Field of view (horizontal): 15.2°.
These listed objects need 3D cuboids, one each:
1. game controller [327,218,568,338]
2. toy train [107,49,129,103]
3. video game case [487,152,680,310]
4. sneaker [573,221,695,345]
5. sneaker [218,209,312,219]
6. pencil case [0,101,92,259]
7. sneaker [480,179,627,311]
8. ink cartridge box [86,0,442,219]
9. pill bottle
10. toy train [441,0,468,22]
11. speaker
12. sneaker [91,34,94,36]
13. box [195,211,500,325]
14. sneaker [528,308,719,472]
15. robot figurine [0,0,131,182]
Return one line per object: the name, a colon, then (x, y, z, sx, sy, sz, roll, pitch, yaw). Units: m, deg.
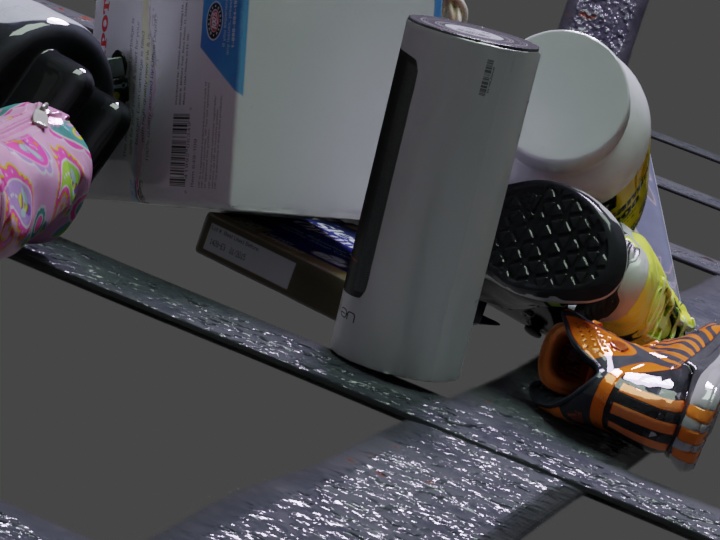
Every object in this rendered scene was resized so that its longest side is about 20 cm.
game controller: (0.050, -0.018, 1.796, 0.199, 0.042, 0.104, 29, -3, 19)
toy train: (-0.201, -0.108, 1.746, 0.034, 0.046, 0.200, -11, 2, -31)
video game case: (0.146, -0.049, 1.935, 0.199, 0.183, 0.023, 11, -29, -41)
sneaker: (0.179, 0.022, 1.722, 0.076, 0.076, 0.200, 25, -6, 8)
sneaker: (-0.116, -0.083, 1.854, 0.199, 0.075, 0.087, 17, 4, -15)
pencil case: (-0.205, -0.046, 1.448, 0.087, 0.088, 0.200, 20, 11, 7)
sneaker: (0.104, -0.012, 1.648, 0.083, 0.072, 0.200, 28, -10, -38)
ink cartridge box: (-0.065, -0.109, 1.690, 0.145, 0.148, 0.200, 3, 2, -32)
pill bottle: (0.128, -0.079, 1.710, 0.112, 0.113, 0.200, 21, -12, 11)
toy train: (0.034, -0.148, 1.847, 0.084, 0.201, 0.116, -21, -25, 28)
speaker: (0.043, -0.039, 1.540, 0.081, 0.201, 0.081, 13, 12, -3)
sneaker: (-0.184, -0.126, 1.948, 0.199, 0.073, 0.071, -8, 64, -36)
box: (0.000, 0.000, 1.735, 0.121, 0.033, 0.200, 25, 11, 31)
sneaker: (0.166, 0.055, 1.615, 0.112, 0.078, 0.200, 22, 10, 9)
robot figurine: (-0.232, -0.110, 1.637, 0.124, 0.151, 0.200, -26, 40, -36)
